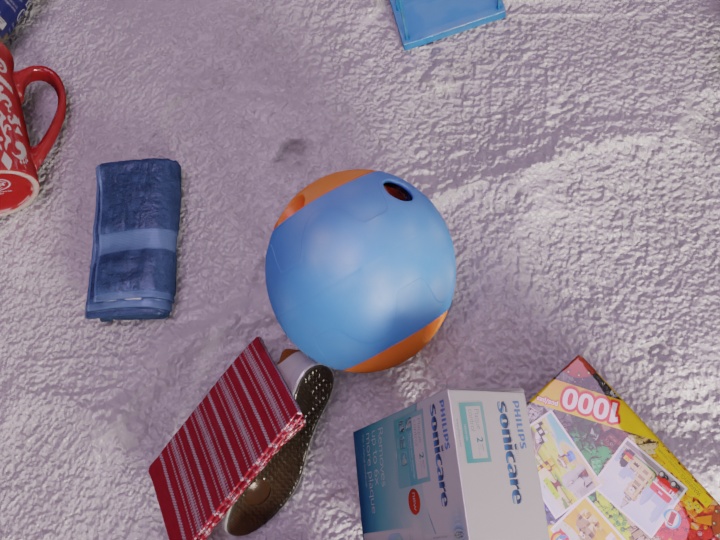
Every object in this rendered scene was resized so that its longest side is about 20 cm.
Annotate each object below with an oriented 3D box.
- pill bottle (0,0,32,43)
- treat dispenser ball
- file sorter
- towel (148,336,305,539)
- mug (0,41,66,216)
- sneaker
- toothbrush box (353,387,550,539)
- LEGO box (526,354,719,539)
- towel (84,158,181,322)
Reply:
[{"bbox_3d":[-0.513,-0.421,1.039,0.109,0.111,0.204,24,78,17],"label":"pill bottle"},{"bbox_3d":[0.000,0.000,0.752,0.195,0.201,0.207,-3,71,9],"label":"treat dispenser ball"},{"bbox_3d":[0.088,-0.412,0.916,0.135,0.123,0.205,-16,70,5],"label":"file sorter"},{"bbox_3d":[-0.144,0.183,0.766,0.201,0.022,0.145,-50,39,5],"label":"towel"},{"bbox_3d":[-0.476,-0.192,0.949,0.174,0.134,0.204,-25,72,3],"label":"mug"},{"bbox_3d":[-0.098,0.181,0.795,0.084,0.072,0.204,23,83,51],"label":"sneaker"},{"bbox_3d":[0.074,0.202,0.667,0.083,0.200,0.151,4,68,-25],"label":"toothbrush box"},{"bbox_3d":[0.224,0.212,0.705,0.148,0.077,0.201,-40,69,-4],"label":"LEGO box"},{"bbox_3d":[-0.276,-0.040,0.901,0.108,0.049,0.206,-4,71,9],"label":"towel"}]
